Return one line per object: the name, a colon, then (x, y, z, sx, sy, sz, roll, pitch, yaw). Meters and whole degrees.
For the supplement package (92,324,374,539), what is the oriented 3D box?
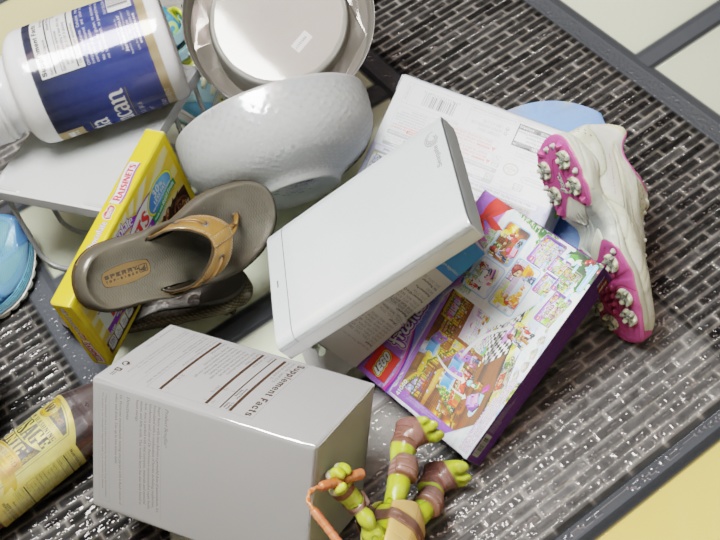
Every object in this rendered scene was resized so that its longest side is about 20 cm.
supplement package: (-0.103, 0.142, 0.869, 0.197, 0.123, 0.120, 14, 23, 19)

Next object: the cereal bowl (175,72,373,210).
cereal bowl: (-0.076, -0.112, 1.040, 0.197, 0.200, 0.084, -18, 82, -4)

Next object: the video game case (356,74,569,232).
video game case: (0.092, -0.071, 1.023, 0.198, 0.045, 0.183, 24, 84, 24)

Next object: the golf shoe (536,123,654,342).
golf shoe: (0.231, -0.037, 0.949, 0.091, 0.203, 0.075, -25, 9, -25)

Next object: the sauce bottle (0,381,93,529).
sauce bottle: (-0.268, 0.148, 0.953, 0.200, 0.066, 0.066, -41, 57, -21)

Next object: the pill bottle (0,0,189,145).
pill bottle: (-0.273, -0.189, 1.019, 0.197, 0.112, 0.112, -19, 52, -4)

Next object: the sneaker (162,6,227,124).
sneaker: (-0.174, -0.220, 1.169, 0.197, 0.131, 0.080, 17, 56, 20)

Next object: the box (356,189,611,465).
box: (0.107, 0.047, 0.933, 0.136, 0.039, 0.201, 37, 90, 30)

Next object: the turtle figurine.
turtle figurine: (0.038, 0.206, 0.835, 0.064, 0.200, 0.162, -33, 17, 40)

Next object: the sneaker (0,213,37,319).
sneaker: (-0.393, 0.018, 1.054, 0.077, 0.091, 0.202, 12, 55, 18)

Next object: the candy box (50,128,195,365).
candy box: (-0.217, -0.023, 0.995, 0.026, 0.103, 0.202, 9, 59, 21)

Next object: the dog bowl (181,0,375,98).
dog bowl: (-0.083, -0.253, 1.099, 0.197, 0.059, 0.204, 0, 81, 1)

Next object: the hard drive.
hard drive: (0.005, -0.028, 0.894, 0.199, 0.027, 0.133, -33, 42, 22)

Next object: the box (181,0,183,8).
box: (-0.088, -0.319, 1.243, 0.147, 0.108, 0.201, 19, 58, 21)

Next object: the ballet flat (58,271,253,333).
ballet flat: (-0.199, 0.034, 1.044, 0.197, 0.047, 0.068, -11, 56, 8)

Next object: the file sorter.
file sorter: (-0.252, -0.106, 1.101, 0.137, 0.125, 0.202, 11, 55, 18)

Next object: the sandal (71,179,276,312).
sandal: (-0.155, -0.020, 0.932, 0.198, 0.083, 0.054, -21, 11, -27)

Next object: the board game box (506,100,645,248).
board game box: (0.183, -0.064, 1.038, 0.156, 0.039, 0.203, -22, 71, 12)

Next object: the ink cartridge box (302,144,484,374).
ink cartridge box: (0.000, 0.000, 0.954, 0.200, 0.068, 0.117, -42, 41, 13)
